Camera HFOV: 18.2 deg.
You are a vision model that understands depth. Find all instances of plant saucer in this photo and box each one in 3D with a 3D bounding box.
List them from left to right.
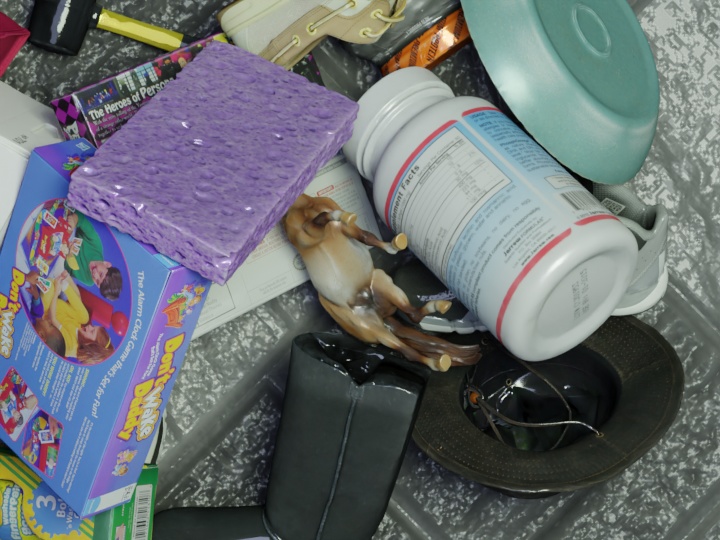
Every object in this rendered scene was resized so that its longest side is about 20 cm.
[{"bbox_3d":[0.144,-0.155,1.518,0.036,0.200,0.200,-31,91,34],"label":"plant saucer"}]

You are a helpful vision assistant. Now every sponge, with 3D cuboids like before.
[{"bbox_3d":[-0.088,-0.072,1.406,0.111,0.200,0.030,26,128,10],"label":"sponge"}]

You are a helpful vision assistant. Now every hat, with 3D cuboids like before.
[{"bbox_3d":[0.126,0.104,1.556,0.200,0.201,0.081,-7,130,-2],"label":"hat"}]

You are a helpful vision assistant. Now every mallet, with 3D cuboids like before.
[{"bbox_3d":[-0.138,-0.152,1.584,0.200,0.041,0.066,25,89,-6],"label":"mallet"}]

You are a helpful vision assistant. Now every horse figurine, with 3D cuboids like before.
[{"bbox_3d":[0.000,0.000,1.495,0.050,0.132,0.200,-47,123,-18],"label":"horse figurine"}]

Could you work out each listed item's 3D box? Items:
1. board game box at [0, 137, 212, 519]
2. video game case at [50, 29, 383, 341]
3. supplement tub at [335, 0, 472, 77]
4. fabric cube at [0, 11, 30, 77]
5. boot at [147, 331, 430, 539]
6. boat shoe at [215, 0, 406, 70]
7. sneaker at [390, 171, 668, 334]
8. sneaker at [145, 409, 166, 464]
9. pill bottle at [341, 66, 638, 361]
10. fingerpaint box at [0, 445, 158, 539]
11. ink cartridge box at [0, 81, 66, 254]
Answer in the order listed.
[{"bbox_3d":[-0.176,0.037,1.424,0.134,0.045,0.200,40,125,26],"label":"board game box"},{"bbox_3d":[-0.092,-0.065,1.518,0.200,0.036,0.182,-28,101,-38],"label":"video game case"},{"bbox_3d":[0.007,-0.232,1.545,0.122,0.123,0.200,-34,91,-2],"label":"supplement tub"},{"bbox_3d":[-0.369,-0.136,1.481,0.199,0.200,0.196,37,97,-1],"label":"fabric cube"},{"bbox_3d":[-0.055,0.130,1.516,0.164,0.066,0.200,12,125,-6],"label":"boot"},{"bbox_3d":[-0.004,-0.179,1.461,0.200,0.074,0.066,-21,101,41],"label":"boat shoe"},{"bbox_3d":[0.118,-0.023,1.545,0.200,0.116,0.075,-6,48,-9],"label":"sneaker"},{"bbox_3d":[-0.170,0.060,1.557,0.074,0.080,0.201,1,91,-4],"label":"sneaker"},{"bbox_3d":[0.079,-0.042,1.466,0.109,0.109,0.200,-42,60,-2],"label":"pill bottle"},{"bbox_3d":[-0.234,0.223,1.528,0.166,0.073,0.201,6,89,20],"label":"fingerpaint box"},{"bbox_3d":[-0.272,-0.017,1.498,0.086,0.146,0.200,29,102,1],"label":"ink cartridge box"}]
